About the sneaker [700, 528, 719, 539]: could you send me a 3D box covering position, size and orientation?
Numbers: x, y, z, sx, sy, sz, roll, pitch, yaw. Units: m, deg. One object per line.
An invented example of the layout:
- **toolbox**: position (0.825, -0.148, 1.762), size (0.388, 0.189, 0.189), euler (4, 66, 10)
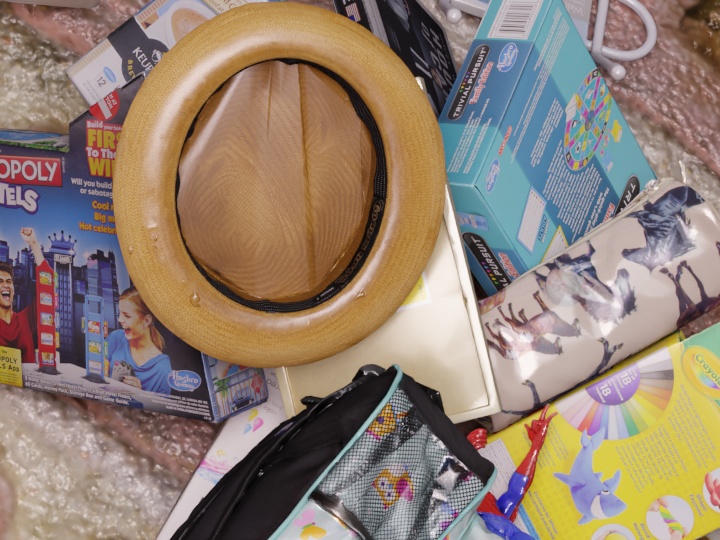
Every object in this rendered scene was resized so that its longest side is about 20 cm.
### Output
- **sneaker**: position (0.186, 0.088, 1.491), size (0.199, 0.075, 0.090), euler (36, 99, -6)

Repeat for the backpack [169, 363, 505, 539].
- **backpack**: position (-0.028, 0.169, 1.247), size (0.200, 0.176, 0.154), euler (-40, 96, -30)

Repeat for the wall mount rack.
- **wall mount rack**: position (0.117, -0.189, 1.587), size (0.199, 0.075, 0.175), euler (17, 50, -7)

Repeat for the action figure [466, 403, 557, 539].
- **action figure**: position (0.088, 0.130, 1.333), size (0.065, 0.200, 0.100), euler (16, 96, -20)

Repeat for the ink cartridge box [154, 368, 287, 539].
- **ink cartridge box**: position (-0.057, 0.161, 1.419), size (0.117, 0.067, 0.201), euler (31, 64, -1)

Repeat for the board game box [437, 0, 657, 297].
- **board game box**: position (0.115, -0.058, 1.489), size (0.047, 0.200, 0.152), euler (7, 59, 33)

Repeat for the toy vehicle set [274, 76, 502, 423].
- **toy vehicle set**: position (0.000, 0.000, 1.362), size (0.123, 0.027, 0.202), euler (-13, 90, 6)

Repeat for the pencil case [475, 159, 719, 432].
- **pencil case**: position (0.133, 0.019, 1.417), size (0.199, 0.078, 0.090), euler (-30, 84, -5)

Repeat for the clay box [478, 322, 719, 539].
- **clay box**: position (0.159, 0.121, 1.434), size (0.199, 0.048, 0.115), euler (-28, 93, 10)

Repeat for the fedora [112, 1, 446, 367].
- **fedora**: position (-0.049, -0.050, 1.300), size (0.199, 0.082, 0.202), euler (-2, 100, -12)

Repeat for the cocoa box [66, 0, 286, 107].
- **cocoa box**: position (-0.062, -0.078, 1.457), size (0.131, 0.133, 0.201), euler (-37, 80, 6)

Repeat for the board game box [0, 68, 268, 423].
- **board game box**: position (-0.152, -0.026, 1.385), size (0.062, 0.199, 0.202), euler (-20, 114, -58)

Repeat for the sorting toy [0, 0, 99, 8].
- **sorting toy**: position (-0.270, -0.261, 1.535), size (0.197, 0.070, 0.201), euler (3, 68, -13)

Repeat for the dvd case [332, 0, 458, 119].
- **dvd case**: position (0.032, -0.123, 1.491), size (0.025, 0.200, 0.151), euler (-23, 67, 15)
